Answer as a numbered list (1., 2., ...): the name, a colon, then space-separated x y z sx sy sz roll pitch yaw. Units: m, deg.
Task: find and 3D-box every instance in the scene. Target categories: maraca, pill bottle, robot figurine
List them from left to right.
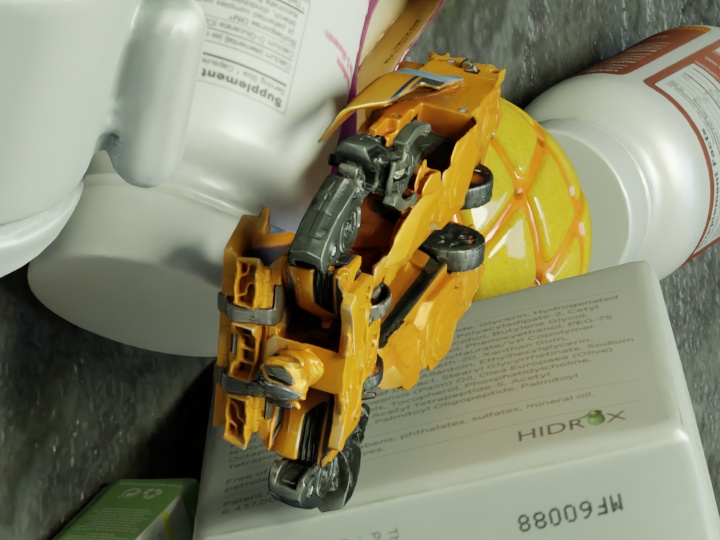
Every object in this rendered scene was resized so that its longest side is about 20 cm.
1. robot figurine: -0.134 -0.075 0.913 0.113 0.169 0.201 -81 -170 -52
2. pill bottle: -0.060 -0.077 1.090 0.113 0.113 0.201 42 55 -52
3. robot figurine: 0.000 0.000 1.037 0.200 0.058 0.146 -46 146 -58
4. maraca: 0.022 -0.026 1.247 0.199 0.107 0.138 15 63 -34
5. pill bottle: 0.140 -0.053 1.437 0.200 0.112 0.113 -28 114 -56

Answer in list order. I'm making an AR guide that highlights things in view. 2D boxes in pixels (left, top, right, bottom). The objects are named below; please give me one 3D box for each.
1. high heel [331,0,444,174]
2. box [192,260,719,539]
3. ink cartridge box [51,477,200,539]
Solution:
1. high heel: 0.012 -0.077 1.161 0.200 0.096 0.067 -49 151 -17
2. box: 0.051 0.133 1.146 0.172 0.199 0.200 -87 163 -67
3. ink cartridge box: -0.110 0.188 1.065 0.200 0.048 0.146 -44 126 -54
